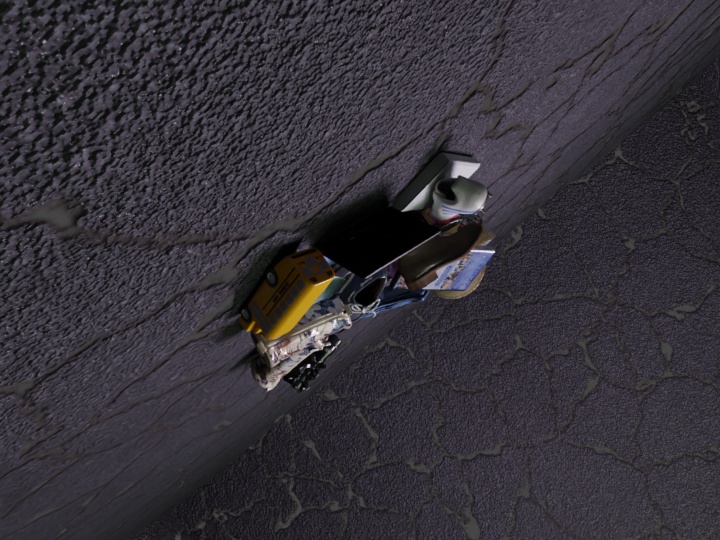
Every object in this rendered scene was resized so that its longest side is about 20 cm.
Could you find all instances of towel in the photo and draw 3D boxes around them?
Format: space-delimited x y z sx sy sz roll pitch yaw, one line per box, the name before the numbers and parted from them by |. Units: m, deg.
towel | 0.074 0.064 1.253 0.198 0.049 0.112 -21 -174 24

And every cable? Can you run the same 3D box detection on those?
cable | 0.120 -0.058 1.079 0.197 0.051 0.098 -16 156 -12

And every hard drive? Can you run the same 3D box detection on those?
hard drive | 0.154 -0.170 1.006 0.132 0.026 0.199 -45 167 27

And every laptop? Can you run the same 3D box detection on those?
laptop | 0.010 -0.023 0.922 0.186 0.199 0.117 -31 132 -32

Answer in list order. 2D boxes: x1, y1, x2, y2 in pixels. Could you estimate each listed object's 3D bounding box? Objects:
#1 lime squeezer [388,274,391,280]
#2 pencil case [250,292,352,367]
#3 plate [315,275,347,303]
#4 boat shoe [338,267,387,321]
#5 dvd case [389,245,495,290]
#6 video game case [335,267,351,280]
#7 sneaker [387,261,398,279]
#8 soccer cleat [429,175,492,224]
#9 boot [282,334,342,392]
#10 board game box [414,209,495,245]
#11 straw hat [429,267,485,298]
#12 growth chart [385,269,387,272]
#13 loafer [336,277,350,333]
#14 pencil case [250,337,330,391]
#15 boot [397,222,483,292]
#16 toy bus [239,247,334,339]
lime squeezer | 0.110 0.000 1.279 0.197 0.038 0.071 -20 -178 20
pencil case | -0.112 0.113 0.989 0.198 0.079 0.090 -24 166 -26
plate | -0.113 0.068 1.039 0.198 0.026 0.201 -29 158 -13
boat shoe | 0.006 0.050 1.036 0.074 0.063 0.201 2 140 -27
dvd case | 0.174 -0.005 1.109 0.197 0.018 0.143 1 141 -24
video game case | 0.000 0.000 1.177 0.199 0.024 0.182 -38 168 -4
sneaker | 0.112 -0.028 1.210 0.088 0.081 0.200 -42 -176 42
soccer cleat | 0.165 -0.139 0.963 0.071 0.086 0.200 -63 -166 -10
boot | -0.127 0.216 1.309 0.163 0.073 0.198 -50 -167 -5
board game box | 0.222 -0.098 1.209 0.199 0.136 0.035 -24 163 -46
straw hat | 0.203 -0.025 1.282 0.201 0.202 0.085 -43 159 23
growth chart | -0.010 0.056 1.277 0.199 0.018 0.145 -37 -178 22
loafer | -0.015 0.074 1.174 0.072 0.073 0.200 -26 162 -44
pencil case | -0.164 0.189 1.189 0.199 0.090 0.078 -41 153 16
boot | 0.149 -0.056 0.993 0.199 0.098 0.074 -39 -162 -17
toy bus | -0.125 0.044 0.840 0.065 0.079 0.200 -24 161 -48
